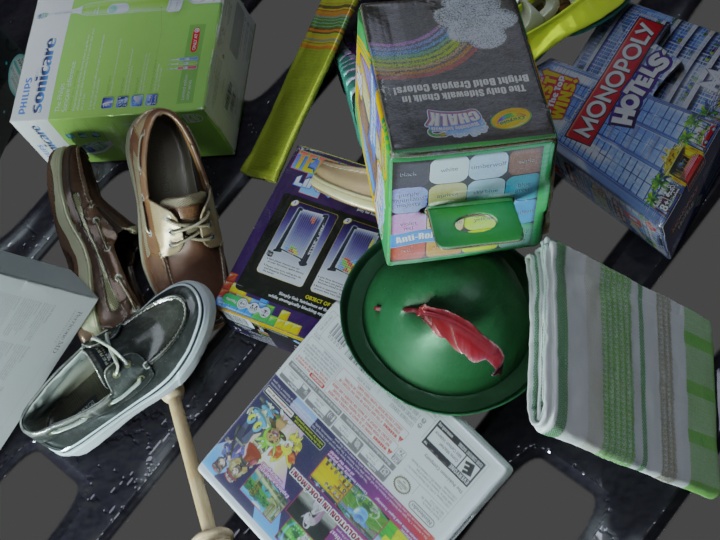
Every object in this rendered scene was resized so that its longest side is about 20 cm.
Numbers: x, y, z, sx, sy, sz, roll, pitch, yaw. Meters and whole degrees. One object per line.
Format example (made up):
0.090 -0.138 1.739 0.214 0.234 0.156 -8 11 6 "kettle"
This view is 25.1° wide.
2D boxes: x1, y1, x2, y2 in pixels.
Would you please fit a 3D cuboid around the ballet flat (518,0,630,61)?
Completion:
0.151 -0.217 1.360 0.199 0.067 0.067 -36 32 -11 "ballet flat"

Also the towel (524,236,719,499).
0.194 0.076 1.188 0.031 0.199 0.151 -21 55 43 "towel"

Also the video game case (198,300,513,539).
-0.008 0.156 1.269 0.200 0.023 0.183 43 97 23 "video game case"

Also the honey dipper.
-0.137 0.173 1.333 0.038 0.038 0.201 -24 58 5 "honey dipper"

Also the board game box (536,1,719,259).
0.217 -0.140 1.357 0.199 0.062 0.201 25 74 27 "board game box"

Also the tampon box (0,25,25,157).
-0.421 -0.152 1.528 0.125 0.150 0.202 9 67 23 "tampon box"

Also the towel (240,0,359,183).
-0.051 -0.174 1.437 0.202 0.018 0.086 -66 19 -3 "towel"

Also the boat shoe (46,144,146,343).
-0.225 -0.024 1.447 0.074 0.075 0.204 -18 72 6 "boat shoe"

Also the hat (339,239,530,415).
0.075 0.002 1.195 0.200 0.177 0.166 39 68 21 "hat"

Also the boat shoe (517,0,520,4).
0.123 -0.250 1.438 0.066 0.075 0.201 22 82 14 "boat shoe"

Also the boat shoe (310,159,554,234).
0.058 -0.074 1.299 0.198 0.071 0.065 9 98 12 "boat shoe"

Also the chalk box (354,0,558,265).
0.070 -0.089 1.186 0.123 0.124 0.201 -6 54 -6 "chalk box"

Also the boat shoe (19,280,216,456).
-0.203 0.084 1.354 0.200 0.071 0.072 -46 62 11 "boat shoe"

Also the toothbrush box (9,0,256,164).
-0.211 -0.186 1.511 0.198 0.086 0.147 -2 64 17 "toothbrush box"

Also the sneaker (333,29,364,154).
0.029 -0.163 1.403 0.087 0.075 0.201 -16 39 0 "sneaker"

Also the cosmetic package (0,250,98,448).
-0.330 0.078 1.347 0.052 0.150 0.201 40 100 33 "cosmetic package"

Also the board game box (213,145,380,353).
0.000 0.000 1.362 0.198 0.057 0.166 20 70 25 "board game box"

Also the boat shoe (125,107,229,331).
-0.157 -0.045 1.391 0.075 0.072 0.202 -17 87 -16 "boat shoe"
